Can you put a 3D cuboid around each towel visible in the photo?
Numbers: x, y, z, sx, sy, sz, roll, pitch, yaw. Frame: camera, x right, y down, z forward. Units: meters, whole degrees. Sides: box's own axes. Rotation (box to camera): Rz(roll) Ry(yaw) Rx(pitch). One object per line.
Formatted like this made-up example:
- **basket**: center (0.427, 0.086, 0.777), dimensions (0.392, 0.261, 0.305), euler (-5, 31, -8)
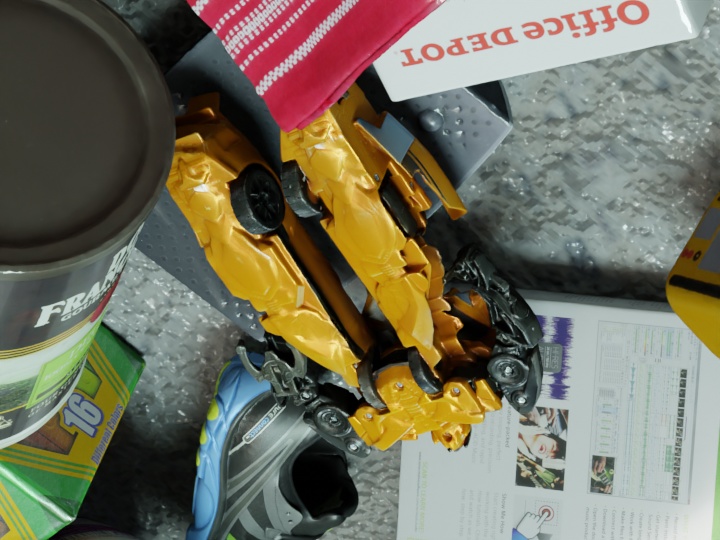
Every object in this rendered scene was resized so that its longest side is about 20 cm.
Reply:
- **towel**: center (-0.057, -0.157, 1.060), dimensions (0.200, 0.022, 0.145), euler (51, 146, -4)

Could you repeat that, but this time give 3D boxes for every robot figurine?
- **robot figurine**: center (0.000, 0.000, 1.205), dimensions (0.144, 0.058, 0.200), euler (-16, 122, 31)

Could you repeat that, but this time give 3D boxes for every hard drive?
- **hard drive**: center (-0.032, -0.060, 1.233), dimensions (0.135, 0.042, 0.200), euler (37, 131, -14)

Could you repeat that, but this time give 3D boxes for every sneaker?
- **sneaker**: center (-0.045, 0.129, 1.383), dimensions (0.082, 0.071, 0.200), euler (15, 133, 7)

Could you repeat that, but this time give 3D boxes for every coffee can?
- **coffee can**: center (-0.174, -0.022, 1.185), dimensions (0.146, 0.147, 0.200), euler (25, 149, -4)

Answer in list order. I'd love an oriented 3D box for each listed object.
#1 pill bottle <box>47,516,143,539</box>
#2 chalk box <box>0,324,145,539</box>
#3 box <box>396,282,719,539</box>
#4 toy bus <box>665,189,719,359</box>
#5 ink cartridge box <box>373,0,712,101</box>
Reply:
- **pill bottle**: center (-0.148, 0.187, 1.391), dimensions (0.112, 0.113, 0.200), euler (36, 169, -14)
- **chalk box**: center (-0.233, 0.052, 1.346), dimensions (0.200, 0.125, 0.124), euler (39, 131, -17)
- **box**: center (0.117, 0.085, 1.267), dimensions (0.199, 0.036, 0.145), euler (6, 99, 16)
- **toy bus**: center (0.229, 0.045, 1.193), dimensions (0.200, 0.079, 0.065), euler (34, 173, -23)
- **ink cartridge box**: center (0.046, -0.181, 1.071), dimensions (0.146, 0.086, 0.201), euler (-11, 123, 27)
